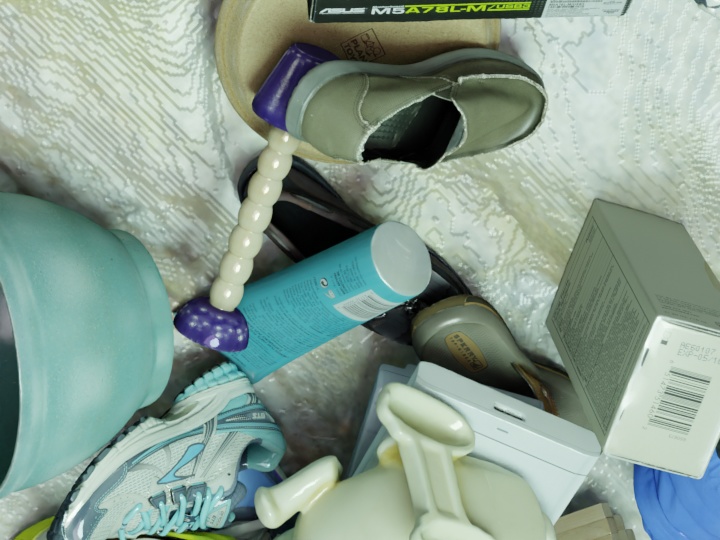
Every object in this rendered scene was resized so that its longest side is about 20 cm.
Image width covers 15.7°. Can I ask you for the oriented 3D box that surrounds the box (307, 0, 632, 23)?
[{"bbox_3d":[0.061,-0.247,1.594,0.200,0.048,0.194,-1,72,-6],"label":"box"}]

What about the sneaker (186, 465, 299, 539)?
[{"bbox_3d":[-0.069,0.226,1.781,0.080,0.147,0.200,-11,114,-2],"label":"sneaker"}]

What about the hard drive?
[{"bbox_3d":[0.059,0.158,1.747,0.132,0.027,0.200,23,130,-7],"label":"hard drive"}]

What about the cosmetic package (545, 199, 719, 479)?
[{"bbox_3d":[0.186,0.042,1.707,0.073,0.200,0.104,15,111,-12],"label":"cosmetic package"}]

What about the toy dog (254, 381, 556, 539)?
[{"bbox_3d":[0.009,0.184,1.694,0.200,0.140,0.194,-36,150,31],"label":"toy dog"}]

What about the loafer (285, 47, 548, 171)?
[{"bbox_3d":[0.046,-0.090,1.622,0.200,0.070,0.075,-8,131,-39],"label":"loafer"}]

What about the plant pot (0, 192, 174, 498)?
[{"bbox_3d":[-0.204,0.041,1.679,0.134,0.200,0.201,-9,116,-32],"label":"plant pot"}]

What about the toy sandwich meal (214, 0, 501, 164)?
[{"bbox_3d":[-0.002,-0.164,1.675,0.205,0.070,0.206,-5,124,-7],"label":"toy sandwich meal"}]

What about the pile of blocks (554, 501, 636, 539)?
[{"bbox_3d":[0.131,0.241,1.869,0.200,0.082,0.062,-50,153,23],"label":"pile of blocks"}]

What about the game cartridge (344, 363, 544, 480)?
[{"bbox_3d":[0.054,0.156,1.786,0.133,0.041,0.200,13,130,-4],"label":"game cartridge"}]

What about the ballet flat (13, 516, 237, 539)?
[{"bbox_3d":[-0.169,0.194,1.758,0.200,0.067,0.067,0,79,27],"label":"ballet flat"}]

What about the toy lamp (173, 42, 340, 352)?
[{"bbox_3d":[-0.061,-0.047,1.653,0.058,0.058,0.200,17,110,-13],"label":"toy lamp"}]

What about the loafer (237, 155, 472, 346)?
[{"bbox_3d":[0.000,0.000,1.741,0.200,0.063,0.072,37,103,-19],"label":"loafer"}]

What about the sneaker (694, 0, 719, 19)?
[{"bbox_3d":[0.208,-0.244,1.661,0.199,0.079,0.130,27,96,-5],"label":"sneaker"}]

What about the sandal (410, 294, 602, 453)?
[{"bbox_3d":[0.103,0.089,1.776,0.082,0.055,0.200,-29,134,12],"label":"sandal"}]

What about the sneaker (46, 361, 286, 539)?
[{"bbox_3d":[-0.121,0.137,1.711,0.086,0.200,0.078,45,139,7],"label":"sneaker"}]

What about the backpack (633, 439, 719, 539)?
[{"bbox_3d":[0.277,0.150,1.776,0.200,0.163,0.168,25,133,-25],"label":"backpack"}]

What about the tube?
[{"bbox_3d":[-0.037,0.024,1.714,0.200,0.050,0.077,-26,114,44],"label":"tube"}]
